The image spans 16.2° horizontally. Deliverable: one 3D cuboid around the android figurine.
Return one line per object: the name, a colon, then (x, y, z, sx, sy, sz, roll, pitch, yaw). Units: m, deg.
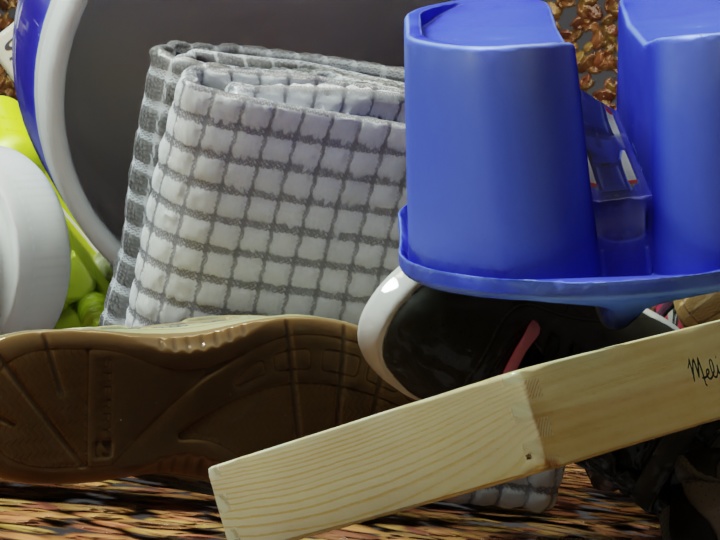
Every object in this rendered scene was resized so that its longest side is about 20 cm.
android figurine: (-0.118, 0.005, 1.147, 0.041, 0.182, 0.200, -36, 24, 3)

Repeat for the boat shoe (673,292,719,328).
boat shoe: (0.160, 0.005, 0.992, 0.069, 0.071, 0.200, 51, 9, -22)

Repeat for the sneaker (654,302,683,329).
sneaker: (0.162, 0.037, 1.094, 0.080, 0.075, 0.200, 8, 38, -6)

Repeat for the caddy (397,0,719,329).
caddy: (0.081, -0.034, 0.838, 0.141, 0.106, 0.200, -3, 12, 2)

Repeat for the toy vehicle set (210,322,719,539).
toy vehicle set: (0.066, 0.043, 0.774, 0.124, 0.027, 0.200, -20, -6, 40)

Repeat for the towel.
towel: (0.000, 0.000, 1.014, 0.199, 0.166, 0.086, 6, 17, -21)

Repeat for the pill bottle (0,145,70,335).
pill bottle: (-0.214, 0.000, 0.979, 0.109, 0.110, 0.200, 7, 8, 39)

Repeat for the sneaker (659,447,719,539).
sneaker: (0.154, 0.082, 0.747, 0.115, 0.075, 0.200, 1, -7, -23)

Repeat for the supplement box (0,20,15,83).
supplement box: (-0.078, -0.043, 1.203, 0.073, 0.200, 0.126, -37, -7, 4)

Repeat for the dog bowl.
dog bowl: (-0.042, -0.085, 1.054, 0.199, 0.201, 0.079, 6, 19, -22)

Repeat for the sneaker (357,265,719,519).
sneaker: (0.090, 0.047, 0.924, 0.200, 0.071, 0.099, 20, 16, -46)

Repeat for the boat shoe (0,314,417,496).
boat shoe: (-0.057, 0.047, 0.937, 0.199, 0.074, 0.063, 8, 2, -22)

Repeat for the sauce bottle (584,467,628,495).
sauce bottle: (0.204, 0.079, 1.166, 0.199, 0.066, 0.066, 5, 1, -10)
